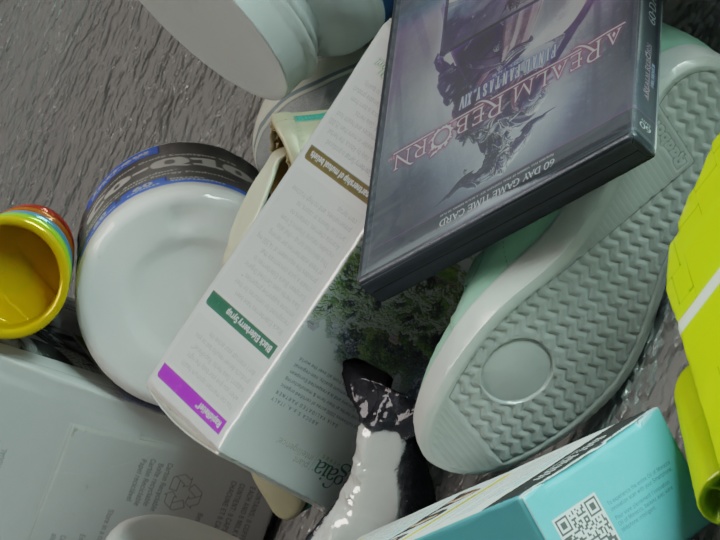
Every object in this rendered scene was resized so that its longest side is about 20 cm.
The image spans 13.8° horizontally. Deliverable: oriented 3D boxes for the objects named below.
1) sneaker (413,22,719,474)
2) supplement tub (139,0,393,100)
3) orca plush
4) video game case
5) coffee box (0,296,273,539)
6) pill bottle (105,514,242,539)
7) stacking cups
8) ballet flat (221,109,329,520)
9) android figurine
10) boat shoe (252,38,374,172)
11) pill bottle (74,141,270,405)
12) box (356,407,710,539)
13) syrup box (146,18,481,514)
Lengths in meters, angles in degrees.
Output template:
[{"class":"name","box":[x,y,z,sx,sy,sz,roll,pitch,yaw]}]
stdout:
[{"class":"sneaker","box":[0.075,-0.017,1.222,0.201,0.074,0.118,-57,30,8]},{"class":"supplement tub","box":[-0.014,-0.193,1.406,0.200,0.145,0.145,-48,18,-13]},{"class":"orca plush","box":[-0.005,0.135,1.298,0.071,0.105,0.200,-27,-58,-67]},{"class":"video game case","box":[0.064,-0.093,1.211,0.143,0.019,0.200,-29,36,34]},{"class":"coffee box","box":[-0.180,0.125,1.552,0.200,0.200,0.198,-67,21,9]},{"class":"pill bottle","box":[-0.108,0.227,1.411,0.200,0.114,0.114,-64,23,19]},{"class":"stacking cups","box":[-0.176,-0.004,1.511,0.200,0.060,0.061,-139,68,-84]},{"class":"ballet flat","box":[-0.038,0.019,1.392,0.069,0.069,0.200,-141,61,-67]},{"class":"android figurine","box":[0.163,0.003,1.043,0.182,0.041,0.200,-57,26,32]},{"class":"boat shoe","box":[0.000,-0.063,1.447,0.201,0.070,0.072,-28,41,56]},{"class":"pill bottle","box":[-0.090,-0.005,1.527,0.200,0.114,0.114,-114,46,-78]},{"class":"box","box":[0.040,0.116,1.151,0.200,0.082,0.049,-29,90,51]},{"class":"syrup box","box":[0.000,0.000,1.314,0.200,0.079,0.081,-56,37,4]}]
